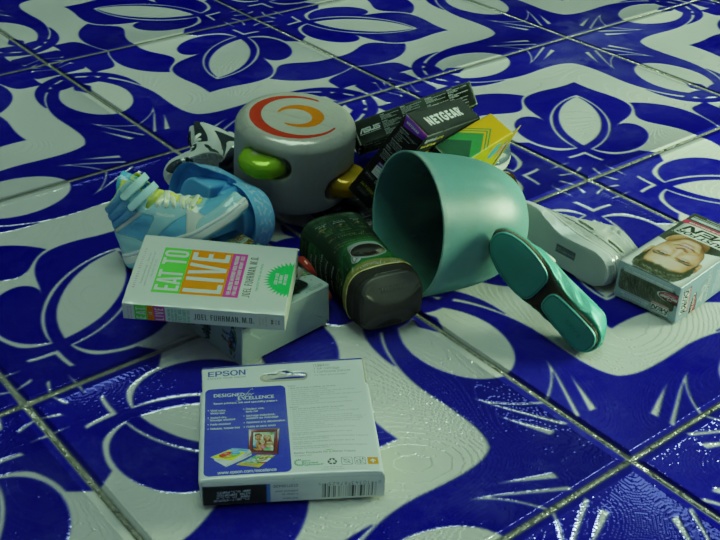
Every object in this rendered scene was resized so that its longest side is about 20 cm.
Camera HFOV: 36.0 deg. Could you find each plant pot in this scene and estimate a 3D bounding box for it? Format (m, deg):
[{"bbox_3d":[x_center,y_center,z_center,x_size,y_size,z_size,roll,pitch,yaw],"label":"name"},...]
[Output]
[{"bbox_3d":[0.132,-0.066,1.523,0.161,0.201,0.201,-4,31,-26],"label":"plant pot"}]

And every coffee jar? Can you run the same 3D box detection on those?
[{"bbox_3d":[0.000,0.000,1.500,0.104,0.085,0.200,-12,33,-22],"label":"coffee jar"}]

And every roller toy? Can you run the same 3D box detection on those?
[{"bbox_3d":[-0.099,-0.174,1.687,0.200,0.140,0.183,-6,37,-16],"label":"roller toy"}]

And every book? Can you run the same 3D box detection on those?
[{"bbox_3d":[-0.185,0.019,1.391,0.200,0.048,0.134,4,37,2],"label":"book"}]

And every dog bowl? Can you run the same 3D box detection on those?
[{"bbox_3d":[-0.202,-0.091,1.624,0.200,0.112,0.050,28,27,36],"label":"dog bowl"}]

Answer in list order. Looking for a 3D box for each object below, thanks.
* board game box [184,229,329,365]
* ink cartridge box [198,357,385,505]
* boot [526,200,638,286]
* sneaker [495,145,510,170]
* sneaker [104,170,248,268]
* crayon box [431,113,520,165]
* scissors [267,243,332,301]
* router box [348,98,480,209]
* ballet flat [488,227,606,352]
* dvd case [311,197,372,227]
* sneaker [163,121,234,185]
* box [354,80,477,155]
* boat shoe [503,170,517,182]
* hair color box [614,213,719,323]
[{"bbox_3d":[-0.161,0.030,1.465,0.147,0.064,0.200,-25,39,-36],"label":"board game box"},{"bbox_3d":[-0.082,0.179,1.247,0.197,0.047,0.200,-3,30,-5],"label":"ink cartridge box"},{"bbox_3d":[0.314,-0.046,1.620,0.095,0.074,0.200,-17,44,-38],"label":"boot"},{"bbox_3d":[0.178,-0.204,1.833,0.200,0.086,0.078,-13,32,-37],"label":"sneaker"},{"bbox_3d":[-0.265,-0.095,1.534,0.200,0.131,0.080,-23,14,10],"label":"sneaker"},{"bbox_3d":[0.154,-0.161,1.691,0.051,0.127,0.200,43,42,13],"label":"crayon box"},{"bbox_3d":[-0.089,0.002,1.552,0.014,0.073,0.200,-38,19,-13],"label":"scissors"},{"bbox_3d":[0.082,-0.176,1.649,0.051,0.149,0.200,45,30,10],"label":"router box"},{"bbox_3d":[0.246,0.021,1.444,0.200,0.067,0.070,49,33,7],"label":"ballet flat"},{"bbox_3d":[0.021,-0.110,1.740,0.200,0.025,0.150,-18,36,-30],"label":"dvd case"},{"bbox_3d":[-0.263,-0.187,1.801,0.129,0.080,0.199,26,39,36],"label":"sneaker"},{"bbox_3d":[0.082,-0.245,1.813,0.200,0.048,0.193,-19,-1,0],"label":"box"},{"bbox_3d":[0.207,-0.111,1.709,0.072,0.068,0.200,12,33,16],"label":"boat shoe"},{"bbox_3d":[0.457,-0.007,1.558,0.099,0.061,0.200,28,41,36],"label":"hair color box"}]
